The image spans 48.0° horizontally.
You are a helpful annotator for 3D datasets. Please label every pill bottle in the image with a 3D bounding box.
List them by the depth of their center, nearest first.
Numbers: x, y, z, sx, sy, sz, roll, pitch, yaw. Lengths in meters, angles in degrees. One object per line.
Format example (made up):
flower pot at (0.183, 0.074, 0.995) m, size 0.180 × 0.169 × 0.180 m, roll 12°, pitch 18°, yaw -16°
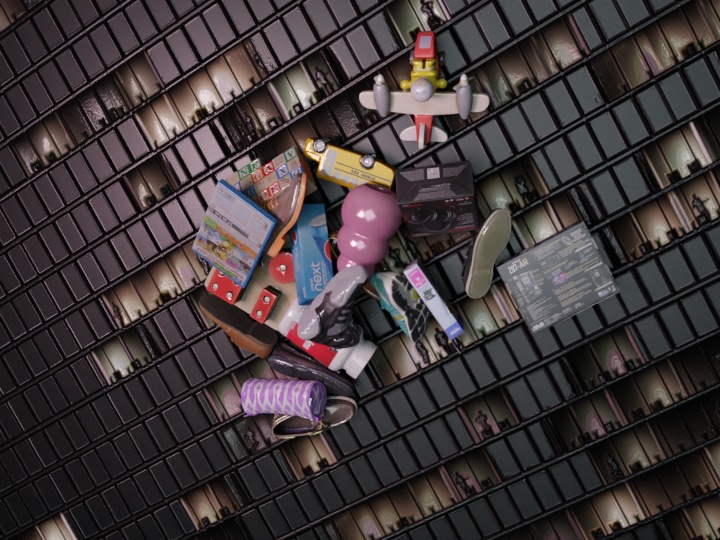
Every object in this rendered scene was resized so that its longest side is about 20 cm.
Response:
pill bottle at (-0.067, 0.139, 1.722) m, size 0.199 × 0.112 × 0.113 m, roll 35°, pitch 104°, yaw 3°

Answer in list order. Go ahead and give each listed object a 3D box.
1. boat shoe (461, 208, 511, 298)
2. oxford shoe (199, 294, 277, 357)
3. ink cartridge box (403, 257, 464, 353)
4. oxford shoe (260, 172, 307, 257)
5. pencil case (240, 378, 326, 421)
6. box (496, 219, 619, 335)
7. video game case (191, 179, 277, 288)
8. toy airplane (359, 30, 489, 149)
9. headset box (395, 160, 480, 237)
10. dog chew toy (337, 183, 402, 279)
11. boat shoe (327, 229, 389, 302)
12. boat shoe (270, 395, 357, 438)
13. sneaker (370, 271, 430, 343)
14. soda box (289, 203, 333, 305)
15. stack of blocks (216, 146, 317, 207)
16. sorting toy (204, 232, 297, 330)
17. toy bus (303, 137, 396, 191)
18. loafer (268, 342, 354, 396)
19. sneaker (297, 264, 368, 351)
boat shoe at (0.248, -0.044, 1.641) m, size 0.073 × 0.066 × 0.202 m, roll -4°, pitch 122°, yaw -20°
oxford shoe at (-0.279, 0.128, 1.787) m, size 0.199 × 0.071 × 0.072 m, roll 35°, pitch 129°, yaw 9°
ink cartridge box at (0.160, 0.069, 1.662) m, size 0.042 × 0.119 × 0.201 m, roll -33°, pitch 92°, yaw 8°
oxford shoe at (-0.166, -0.117, 1.626) m, size 0.072 × 0.072 × 0.201 m, roll 22°, pitch 118°, yaw -15°
pencil case at (-0.166, 0.279, 1.758) m, size 0.197 × 0.084 × 0.087 m, roll -1°, pitch 92°, yaw 30°
box at (0.400, 0.015, 1.647) m, size 0.198 × 0.044 × 0.162 m, roll -29°, pitch 93°, yaw 14°
video game case at (-0.261, -0.072, 1.657) m, size 0.142 × 0.018 × 0.201 m, roll 36°, pitch 130°, yaw 5°
toy airplane at (0.123, -0.339, 1.591) m, size 0.200 × 0.141 × 0.200 m, roll -41°, pitch 91°, yaw 14°
headset box at (0.157, -0.134, 1.602) m, size 0.146 × 0.200 × 0.078 m, roll -5°, pitch 70°, yaw 10°
dog chew toy at (0.009, -0.067, 1.615) m, size 0.123 × 0.125 × 0.203 m, roll 19°, pitch 105°, yaw 7°
boat shoe at (0.000, 0.000, 1.708) m, size 0.200 × 0.068 × 0.072 m, roll 42°, pitch 103°, yaw 1°
boat shoe at (-0.103, 0.327, 1.782) m, size 0.197 × 0.060 × 0.073 m, roll -11°, pitch 108°, yaw 12°
sneaker at (0.085, 0.071, 1.679) m, size 0.079 × 0.078 × 0.201 m, roll 12°, pitch 144°, yaw 42°
soda box at (-0.102, -0.034, 1.679) m, size 0.067 × 0.064 × 0.203 m, roll -2°, pitch 76°, yaw -22°
stack of blocks at (-0.198, -0.174, 1.693) m, size 0.198 × 0.059 × 0.116 m, roll -30°, pitch 56°, yaw 14°
sorting toy at (-0.221, 0.002, 1.750) m, size 0.198 × 0.070 × 0.200 m, roll 30°, pitch 103°, yaw 5°
toy bus at (-0.022, -0.215, 1.679) m, size 0.197 × 0.065 × 0.079 m, roll 19°, pitch 104°, yaw 7°
loafer at (-0.101, 0.211, 1.767) m, size 0.197 × 0.063 × 0.072 m, roll 20°, pitch 145°, yaw 6°
sneaker at (-0.029, 0.080, 1.610) m, size 0.113 × 0.076 × 0.200 m, roll 32°, pitch 114°, yaw -27°
